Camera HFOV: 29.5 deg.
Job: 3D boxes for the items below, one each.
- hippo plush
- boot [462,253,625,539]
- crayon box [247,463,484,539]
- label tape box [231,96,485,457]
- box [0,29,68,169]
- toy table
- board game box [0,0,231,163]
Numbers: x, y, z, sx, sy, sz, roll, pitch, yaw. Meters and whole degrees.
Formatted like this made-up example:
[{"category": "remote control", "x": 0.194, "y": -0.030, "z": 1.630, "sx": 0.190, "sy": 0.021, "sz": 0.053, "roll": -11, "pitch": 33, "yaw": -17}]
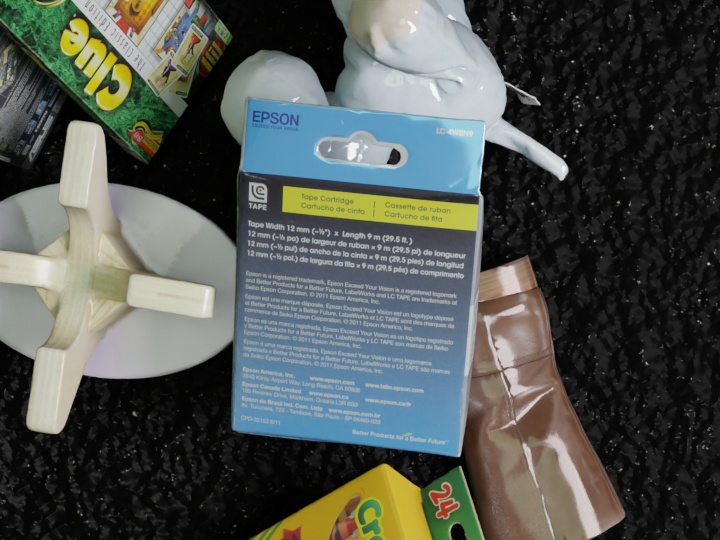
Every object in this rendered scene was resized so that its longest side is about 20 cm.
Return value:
[{"category": "hippo plush", "x": -0.001, "y": -0.120, "z": 0.874, "sx": 0.160, "sy": 0.160, "sz": 0.200, "roll": -35, "pitch": 132, "yaw": 18}, {"category": "boot", "x": 0.061, "y": 0.112, "z": 0.894, "sx": 0.184, "sy": 0.064, "sz": 0.203, "roll": -19, "pitch": 94, "yaw": 4}, {"category": "crayon box", "x": -0.013, "y": 0.209, "z": 0.842, "sx": 0.199, "sy": 0.051, "sz": 0.128, "roll": -32, "pitch": 49, "yaw": 15}, {"category": "label tape box", "x": 0.000, "y": 0.000, "z": 0.812, "sx": 0.141, "sy": 0.066, "sz": 0.203, "roll": 6, "pitch": 106, "yaw": 8}, {"category": "box", "x": -0.205, "y": -0.169, "z": 0.847, "sx": 0.049, "sy": 0.161, "sz": 0.202, "roll": 28, "pitch": 91, "yaw": 8}, {"category": "toy table", "x": -0.172, "y": 0.004, "z": 0.870, "sx": 0.197, "sy": 0.117, "sz": 0.187, "roll": -3, "pitch": 90, "yaw": 2}, {"category": "board game box", "x": -0.150, "y": -0.153, "z": 0.825, "sx": 0.023, "sy": 0.200, "sz": 0.105, "roll": 31, "pitch": 82, "yaw": 27}]
